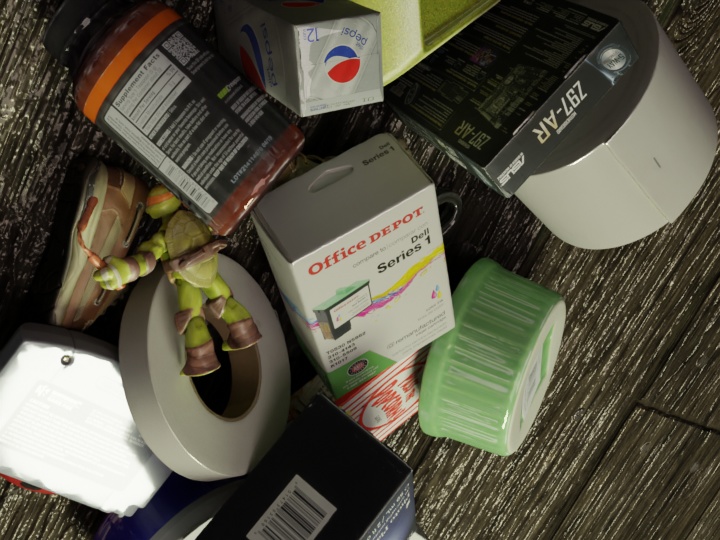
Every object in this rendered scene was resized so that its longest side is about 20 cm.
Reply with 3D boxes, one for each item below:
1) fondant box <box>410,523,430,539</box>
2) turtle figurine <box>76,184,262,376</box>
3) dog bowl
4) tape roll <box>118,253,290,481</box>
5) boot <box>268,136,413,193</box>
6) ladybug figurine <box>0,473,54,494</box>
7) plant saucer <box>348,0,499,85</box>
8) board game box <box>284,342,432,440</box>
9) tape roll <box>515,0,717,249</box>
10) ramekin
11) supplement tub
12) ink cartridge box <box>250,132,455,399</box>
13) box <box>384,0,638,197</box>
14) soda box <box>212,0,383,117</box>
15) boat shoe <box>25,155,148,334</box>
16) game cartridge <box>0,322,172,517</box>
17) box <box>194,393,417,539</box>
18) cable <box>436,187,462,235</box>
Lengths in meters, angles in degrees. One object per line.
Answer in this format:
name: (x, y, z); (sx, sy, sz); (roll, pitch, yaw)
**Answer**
fondant box: (-0.020, 0.334, 1.086); (0.144, 0.058, 0.200); (-46, 130, 1)
turtle figurine: (-0.135, -0.007, 0.740); (0.063, 0.200, 0.164); (-16, 102, 28)
dog bowl: (-0.174, 0.278, 0.912); (0.198, 0.079, 0.202); (-33, 146, -26)
tape roll: (-0.133, 0.084, 0.804); (0.036, 0.206, 0.203); (-16, 136, 28)
boot: (-0.028, -0.096, 0.827); (0.153, 0.073, 0.203); (-28, 129, -13)
ladybug figurine: (-0.254, 0.154, 0.839); (0.196, 0.072, 0.139); (-9, 121, -25)
plant saucer: (0.061, -0.263, 0.692); (0.200, 0.047, 0.203); (-42, 138, -39)
board game box: (0.006, 0.136, 0.965); (0.199, 0.046, 0.152); (-38, 150, -6)
tape roll: (0.223, -0.143, 0.865); (0.138, 0.203, 0.204); (36, 97, -38)
ramekin: (0.147, 0.098, 0.961); (0.200, 0.096, 0.203); (-49, 149, -42)
supplement tub: (-0.144, -0.129, 0.686); (0.200, 0.107, 0.107); (42, 93, -8)
ink cartridge box: (0.000, 0.000, 0.812); (0.143, 0.084, 0.202); (-29, 140, -12)
box: (0.121, -0.172, 0.789); (0.161, 0.200, 0.043); (-47, 128, 2)
soda box: (-0.054, -0.178, 0.683); (0.067, 0.200, 0.065); (-14, 119, -21)
boat shoe: (-0.233, 0.006, 0.768); (0.073, 0.076, 0.203); (10, 112, -36)
game cartridge: (-0.235, 0.128, 0.765); (0.134, 0.041, 0.199); (-47, 130, 6)
box: (-0.047, 0.259, 0.843); (0.200, 0.122, 0.200); (-48, 158, -19)
cable: (0.026, -0.008, 0.939); (0.096, 0.050, 0.203); (28, 91, -32)
